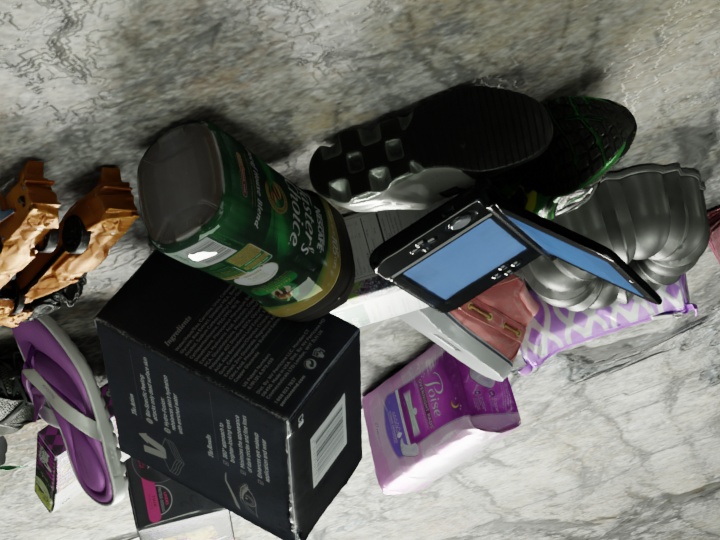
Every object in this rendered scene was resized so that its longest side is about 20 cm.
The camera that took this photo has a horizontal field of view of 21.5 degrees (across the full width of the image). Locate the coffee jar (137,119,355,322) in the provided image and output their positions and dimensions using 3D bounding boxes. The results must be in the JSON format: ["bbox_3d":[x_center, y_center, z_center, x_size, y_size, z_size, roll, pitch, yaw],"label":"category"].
[{"bbox_3d":[-0.084,-0.034,1.495,0.085,0.105,0.200,-26,149,22],"label":"coffee jar"}]

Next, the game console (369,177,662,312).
[{"bbox_3d":[0.129,0.008,1.557,0.175,0.117,0.200,-33,158,11],"label":"game console"}]

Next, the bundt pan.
[{"bbox_3d":[0.246,-0.022,1.827,0.200,0.076,0.202,-14,159,-6],"label":"bundt pan"}]

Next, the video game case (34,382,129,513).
[{"bbox_3d":[-0.228,0.142,1.845,0.200,0.036,0.181,-36,167,-22],"label":"video game case"}]

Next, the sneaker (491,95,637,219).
[{"bbox_3d":[0.175,-0.096,1.616,0.085,0.079,0.200,-11,168,-29],"label":"sneaker"}]

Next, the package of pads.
[{"bbox_3d":[0.084,0.158,2.095,0.075,0.121,0.200,1,154,-36],"label":"package of pads"}]

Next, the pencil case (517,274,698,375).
[{"bbox_3d":[0.247,0.037,1.959,0.199,0.086,0.084,-20,164,14],"label":"pencil case"}]

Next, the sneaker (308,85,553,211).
[{"bbox_3d":[0.065,-0.092,1.539,0.199,0.075,0.088,-11,160,17],"label":"sneaker"}]

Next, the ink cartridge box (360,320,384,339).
[{"bbox_3d":[-0.072,0.080,1.821,0.160,0.047,0.200,-25,169,-36],"label":"ink cartridge box"}]

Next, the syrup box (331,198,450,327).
[{"bbox_3d":[0.000,0.000,1.701,0.199,0.082,0.079,-17,157,1],"label":"syrup box"}]

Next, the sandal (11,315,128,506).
[{"bbox_3d":[-0.263,0.125,1.680,0.082,0.204,0.050,-8,-159,47],"label":"sandal"}]

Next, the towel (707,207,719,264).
[{"bbox_3d":[0.451,-0.061,1.946,0.199,0.023,0.144,-21,159,13],"label":"towel"}]

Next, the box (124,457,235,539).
[{"bbox_3d":[-0.202,0.247,2.111,0.105,0.123,0.200,-12,158,-6],"label":"box"}]

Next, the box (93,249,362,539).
[{"bbox_3d":[-0.108,0.104,1.633,0.118,0.199,0.197,-52,157,-32],"label":"box"}]

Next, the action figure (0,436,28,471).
[{"bbox_3d":[-0.455,0.207,1.936,0.199,0.055,0.118,-16,161,22],"label":"action figure"}]

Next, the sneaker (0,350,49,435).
[{"bbox_3d":[-0.330,0.099,1.730,0.114,0.077,0.199,-24,160,16],"label":"sneaker"}]

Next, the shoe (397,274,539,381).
[{"bbox_3d":[0.091,0.022,1.848,0.200,0.091,0.071,37,166,-33],"label":"shoe"}]

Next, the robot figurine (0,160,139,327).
[{"bbox_3d":[-0.268,-0.014,1.513,0.144,0.059,0.200,4,151,-40],"label":"robot figurine"}]
